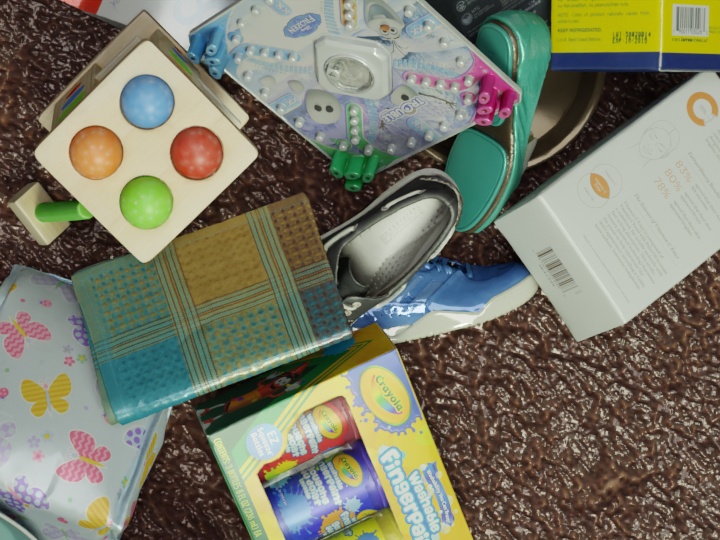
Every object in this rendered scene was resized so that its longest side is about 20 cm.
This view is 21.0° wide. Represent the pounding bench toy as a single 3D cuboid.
[{"bbox_3d":[-0.195,-0.080,1.521,0.200,0.156,0.124,-43,107,7],"label":"pounding bench toy"}]

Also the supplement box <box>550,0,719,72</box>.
[{"bbox_3d":[0.225,-0.258,1.533,0.109,0.108,0.202,-6,99,-47],"label":"supplement box"}]

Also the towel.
[{"bbox_3d":[-0.116,0.029,1.499,0.198,0.022,0.148,-19,56,0],"label":"towel"}]

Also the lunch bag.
[{"bbox_3d":[-0.235,0.109,1.543,0.168,0.127,0.201,20,63,-4],"label":"lunch bag"}]

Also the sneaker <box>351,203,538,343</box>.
[{"bbox_3d":[0.042,-0.004,1.596,0.198,0.077,0.112,-14,99,1],"label":"sneaker"}]

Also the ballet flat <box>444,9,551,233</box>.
[{"bbox_3d":[0.118,-0.119,1.567,0.070,0.067,0.202,-20,134,-37],"label":"ballet flat"}]

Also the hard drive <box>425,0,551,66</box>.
[{"bbox_3d":[0.099,-0.236,1.548,0.139,0.033,0.201,-33,127,-6],"label":"hard drive"}]

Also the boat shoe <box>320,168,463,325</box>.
[{"bbox_3d":[0.000,0.000,1.524,0.199,0.060,0.074,-37,103,11],"label":"boat shoe"}]

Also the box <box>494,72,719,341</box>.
[{"bbox_3d":[0.231,-0.054,1.581,0.199,0.097,0.125,-36,92,-21],"label":"box"}]

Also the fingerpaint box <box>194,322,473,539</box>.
[{"bbox_3d":[-0.017,0.171,1.557,0.166,0.073,0.202,-24,110,-6],"label":"fingerpaint box"}]

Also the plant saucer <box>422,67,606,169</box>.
[{"bbox_3d":[0.108,-0.180,1.633,0.198,0.029,0.202,0,88,-4],"label":"plant saucer"}]

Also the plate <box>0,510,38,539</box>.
[{"bbox_3d":[-0.333,0.205,1.513,0.198,0.201,0.026,14,55,-4],"label":"plate"}]

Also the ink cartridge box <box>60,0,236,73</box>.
[{"bbox_3d":[-0.170,-0.276,1.600,0.198,0.047,0.161,24,87,-6],"label":"ink cartridge box"}]

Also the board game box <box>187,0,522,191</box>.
[{"bbox_3d":[-0.008,-0.153,1.516,0.200,0.199,0.026,38,50,-26],"label":"board game box"}]
